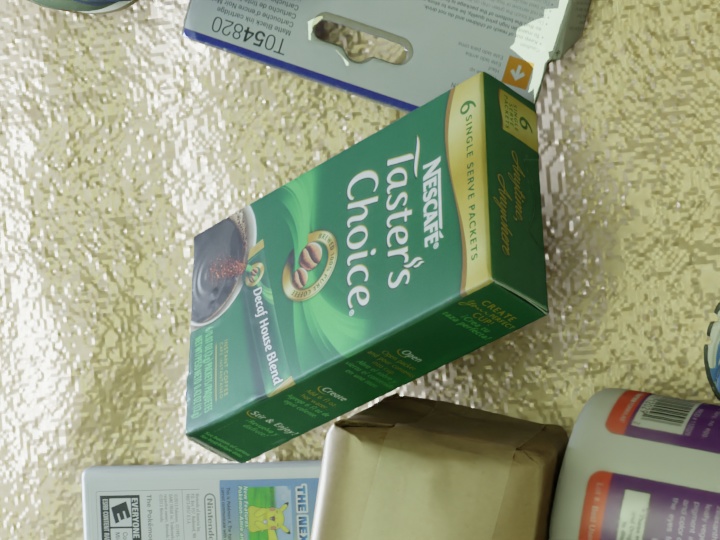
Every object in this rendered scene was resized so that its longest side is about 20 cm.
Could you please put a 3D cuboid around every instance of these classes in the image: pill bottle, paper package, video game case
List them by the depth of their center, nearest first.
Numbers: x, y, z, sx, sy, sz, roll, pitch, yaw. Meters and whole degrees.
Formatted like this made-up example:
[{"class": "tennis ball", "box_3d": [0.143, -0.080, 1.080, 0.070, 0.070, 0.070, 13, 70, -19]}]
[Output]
[{"class": "pill bottle", "box_3d": [0.194, 0.124, 1.302, 0.199, 0.111, 0.112, 10, 95, 20]}, {"class": "paper package", "box_3d": [0.029, 0.166, 1.311, 0.103, 0.191, 0.201, 9, 91, 8]}, {"class": "video game case", "box_3d": [-0.053, 0.198, 1.449, 0.181, 0.022, 0.201, -3, 89, 21]}]

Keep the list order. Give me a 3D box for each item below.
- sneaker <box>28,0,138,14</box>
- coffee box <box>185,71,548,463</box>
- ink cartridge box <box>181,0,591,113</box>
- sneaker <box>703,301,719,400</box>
[{"class": "sneaker", "box_3d": [-0.123, -0.165, 1.402, 0.199, 0.090, 0.068, 3, 89, 40]}, {"class": "coffee box", "box_3d": [0.000, 0.000, 1.359, 0.199, 0.044, 0.124, -27, 48, 35]}, {"class": "ink cartridge box", "box_3d": [0.027, -0.182, 1.399, 0.199, 0.041, 0.201, 20, 99, 20]}, {"class": "sneaker", "box_3d": [0.242, 0.002, 1.300, 0.200, 0.078, 0.089, -41, 75, 17]}]
